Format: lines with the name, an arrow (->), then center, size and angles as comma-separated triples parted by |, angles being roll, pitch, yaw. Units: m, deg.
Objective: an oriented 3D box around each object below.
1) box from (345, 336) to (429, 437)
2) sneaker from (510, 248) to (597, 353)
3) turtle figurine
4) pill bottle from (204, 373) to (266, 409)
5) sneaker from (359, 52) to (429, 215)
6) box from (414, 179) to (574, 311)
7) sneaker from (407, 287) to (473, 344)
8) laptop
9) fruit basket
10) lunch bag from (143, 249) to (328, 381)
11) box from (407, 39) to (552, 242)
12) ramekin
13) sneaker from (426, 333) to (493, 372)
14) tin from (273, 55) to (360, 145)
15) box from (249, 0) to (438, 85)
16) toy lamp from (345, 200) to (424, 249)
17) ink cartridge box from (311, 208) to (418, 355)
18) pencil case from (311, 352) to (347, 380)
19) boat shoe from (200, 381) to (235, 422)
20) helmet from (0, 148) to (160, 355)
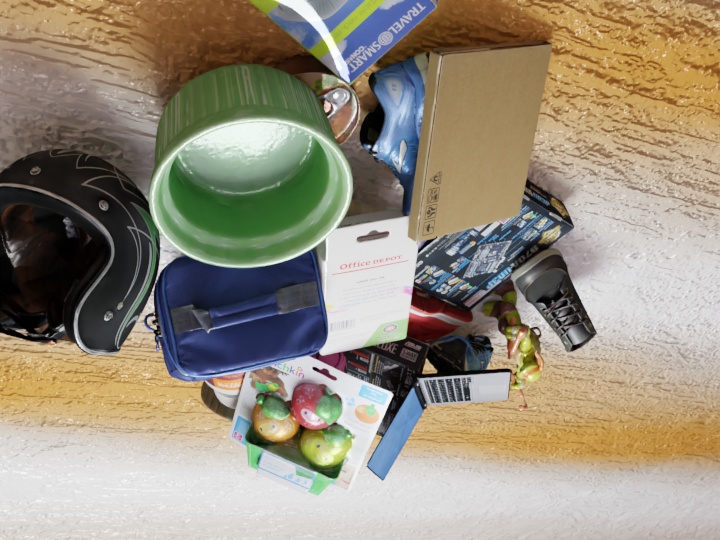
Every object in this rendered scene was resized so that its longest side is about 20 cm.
box -> 0.007, 0.155, 1.226 | 0.155, 0.050, 0.202 | 21, 140, 12
sneaker -> 0.273, 0.043, 1.154 | 0.074, 0.107, 0.199 | -35, 155, 14
turtle figurine -> 0.221, 0.091, 1.188 | 0.063, 0.163, 0.201 | -18, 141, 2
pill bottle -> -0.167, 0.091, 1.106 | 0.107, 0.111, 0.202 | -11, 140, -5
sneaker -> 0.044, -0.143, 0.935 | 0.087, 0.079, 0.202 | -7, 133, 2
box -> 0.155, -0.039, 1.105 | 0.158, 0.047, 0.200 | 23, 128, -38
sneaker -> 0.057, 0.066, 1.175 | 0.198, 0.079, 0.115 | 23, 127, -36
laptop -> 0.114, 0.218, 1.176 | 0.196, 0.118, 0.188 | -5, 160, 7
fruit basket -> -0.072, 0.192, 1.075 | 0.183, 0.094, 0.202 | 23, 133, 2
lunch bag -> -0.140, 0.044, 0.935 | 0.197, 0.138, 0.132 | -11, 174, -22
box -> 0.128, -0.139, 0.908 | 0.161, 0.021, 0.203 | -15, 124, -34
ramekin -> -0.112, -0.105, 0.843 | 0.196, 0.099, 0.202 | -9, 141, -7
sneaker -> 0.154, 0.124, 1.266 | 0.090, 0.078, 0.200 | -48, 162, -7
tin -> -0.093, -0.151, 0.900 | 0.198, 0.042, 0.112 | -28, 143, 16
box -> -0.022, -0.262, 0.785 | 0.121, 0.048, 0.199 | -36, 136, 24
toy lamp -> -0.007, -0.073, 1.007 | 0.197, 0.059, 0.058 | 13, 134, -34
ink cartridge box -> 0.000, 0.000, 0.991 | 0.115, 0.068, 0.202 | -10, 136, -15
pencil case -> -0.061, 0.173, 1.182 | 0.092, 0.092, 0.202 | -7, 135, -3
boat shoe -> -0.140, 0.214, 1.216 | 0.073, 0.199, 0.067 | -55, 158, 3
helmet -> -0.297, -0.023, 0.865 | 0.196, 0.194, 0.200 | 11, 176, 1
